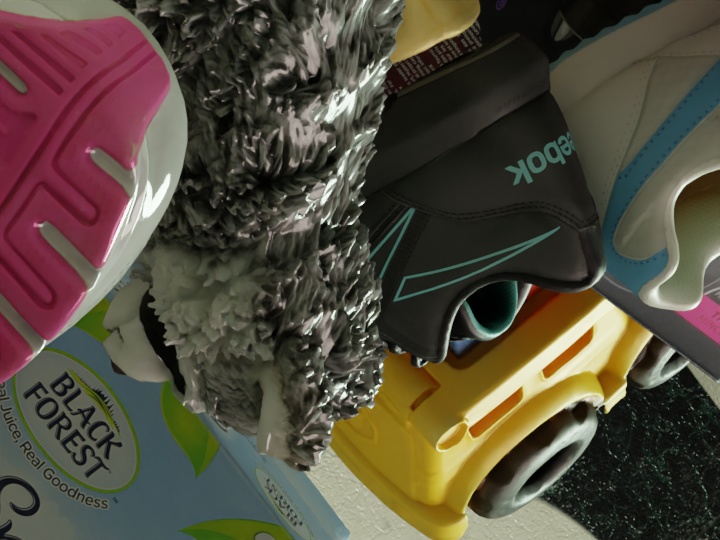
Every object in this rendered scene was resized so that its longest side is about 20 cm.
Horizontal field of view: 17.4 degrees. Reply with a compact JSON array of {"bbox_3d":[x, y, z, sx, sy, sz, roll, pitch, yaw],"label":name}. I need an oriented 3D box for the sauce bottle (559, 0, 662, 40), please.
[{"bbox_3d":[0.140,-0.145,0.739,0.200,0.065,0.065,-48,175,17],"label":"sauce bottle"}]

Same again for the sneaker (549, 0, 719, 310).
[{"bbox_3d":[0.148,-0.066,0.717,0.200,0.081,0.077,-36,150,9],"label":"sneaker"}]

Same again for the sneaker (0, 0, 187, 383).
[{"bbox_3d":[-0.093,-0.015,0.505,0.088,0.081,0.200,-37,-172,-40],"label":"sneaker"}]

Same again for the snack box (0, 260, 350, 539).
[{"bbox_3d":[-0.133,0.081,0.738,0.200,0.169,0.068,-38,-179,9],"label":"snack box"}]

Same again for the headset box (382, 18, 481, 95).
[{"bbox_3d":[0.020,-0.084,1.066,0.200,0.075,0.149,-36,178,-20],"label":"headset box"}]

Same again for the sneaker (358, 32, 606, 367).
[{"bbox_3d":[0.000,0.000,0.742,0.075,0.079,0.200,-34,-178,-38],"label":"sneaker"}]

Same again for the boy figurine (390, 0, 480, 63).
[{"bbox_3d":[-0.017,-0.072,0.723,0.124,0.064,0.200,-33,-179,-26],"label":"boy figurine"}]

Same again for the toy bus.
[{"bbox_3d":[0.064,-0.008,0.983,0.200,0.136,0.192,-38,161,-12],"label":"toy bus"}]

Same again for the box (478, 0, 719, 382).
[{"bbox_3d":[0.122,-0.080,0.890,0.106,0.122,0.200,-37,-145,28],"label":"box"}]

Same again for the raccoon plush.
[{"bbox_3d":[-0.004,-0.039,0.585,0.200,0.134,0.097,-37,178,40],"label":"raccoon plush"}]
